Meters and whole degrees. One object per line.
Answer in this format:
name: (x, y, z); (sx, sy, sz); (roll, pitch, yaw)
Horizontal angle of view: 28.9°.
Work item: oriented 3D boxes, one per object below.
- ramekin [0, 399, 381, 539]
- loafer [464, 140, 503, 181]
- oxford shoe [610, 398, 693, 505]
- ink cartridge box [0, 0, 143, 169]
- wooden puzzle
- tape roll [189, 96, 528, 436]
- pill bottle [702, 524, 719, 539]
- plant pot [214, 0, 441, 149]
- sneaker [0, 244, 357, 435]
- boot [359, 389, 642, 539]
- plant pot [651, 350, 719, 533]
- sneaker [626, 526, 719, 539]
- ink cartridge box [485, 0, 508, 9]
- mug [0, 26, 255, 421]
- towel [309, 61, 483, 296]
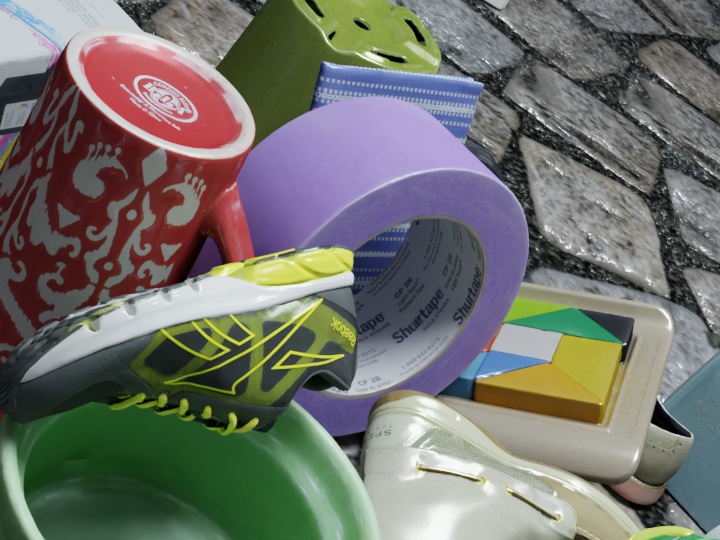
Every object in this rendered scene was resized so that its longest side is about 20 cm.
ramekin: (-0.097, 0.138, 0.689); (0.199, 0.098, 0.201); (23, 32, -16)
loafer: (0.088, -0.041, 1.078); (0.201, 0.068, 0.071); (44, 26, -63)
oxford shoe: (0.177, 0.077, 1.052); (0.071, 0.074, 0.200); (-6, 48, -47)
ink cartridge box: (-0.242, -0.101, 0.841); (0.083, 0.146, 0.200); (44, 33, 16)
wooden puzzle: (0.116, 0.062, 0.973); (0.184, 0.037, 0.200); (10, 31, 16)
tape roll: (0.000, 0.000, 0.864); (0.199, 0.201, 0.085); (3, 32, -40)
pill bottle: (0.284, 0.252, 0.873); (0.109, 0.110, 0.200); (5, 41, -38)
plant pot: (-0.040, -0.105, 0.994); (0.199, 0.190, 0.201); (23, 33, -16)
sneaker: (-0.075, 0.045, 0.670); (0.199, 0.074, 0.085); (-18, 94, -33)
boot: (0.074, 0.177, 0.803); (0.199, 0.072, 0.155); (32, 44, -9)
plant pot: (0.365, 0.114, 1.054); (0.196, 0.200, 0.196); (-12, 53, -49)
sneaker: (0.192, 0.244, 0.779); (0.074, 0.083, 0.201); (-5, 79, -36)
ink cartridge box: (0.138, -0.419, 1.697); (0.144, 0.085, 0.200); (29, 31, -9)
mug: (-0.129, -0.015, 0.776); (0.177, 0.200, 0.134); (19, 33, -22)
towel: (0.001, -0.041, 0.938); (0.144, 0.201, 0.024); (-2, 27, -42)
